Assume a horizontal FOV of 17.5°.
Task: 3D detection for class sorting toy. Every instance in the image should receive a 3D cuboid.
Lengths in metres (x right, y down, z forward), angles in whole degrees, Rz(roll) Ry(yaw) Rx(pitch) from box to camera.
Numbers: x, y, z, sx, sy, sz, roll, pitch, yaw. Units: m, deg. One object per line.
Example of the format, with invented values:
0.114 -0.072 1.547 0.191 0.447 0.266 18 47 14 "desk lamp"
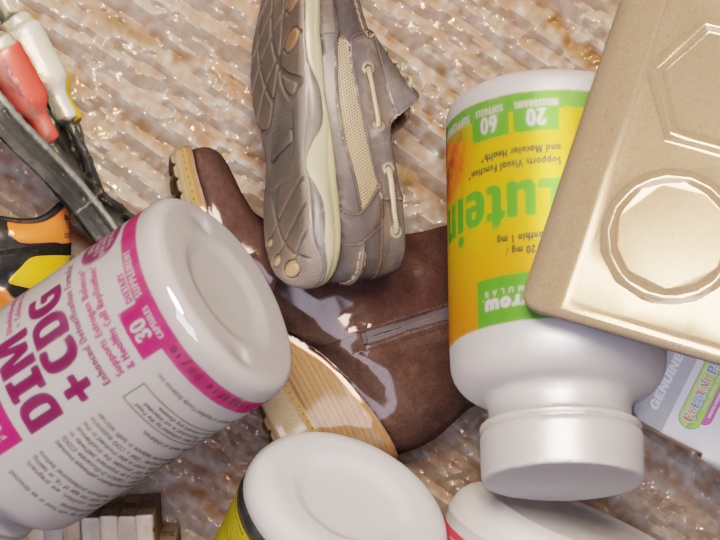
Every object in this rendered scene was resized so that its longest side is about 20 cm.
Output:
0.196 -0.039 1.122 0.198 0.037 0.187 15 74 19 "sorting toy"

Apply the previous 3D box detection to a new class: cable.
-0.146 -0.057 1.235 0.050 0.097 0.200 -37 95 11 "cable"

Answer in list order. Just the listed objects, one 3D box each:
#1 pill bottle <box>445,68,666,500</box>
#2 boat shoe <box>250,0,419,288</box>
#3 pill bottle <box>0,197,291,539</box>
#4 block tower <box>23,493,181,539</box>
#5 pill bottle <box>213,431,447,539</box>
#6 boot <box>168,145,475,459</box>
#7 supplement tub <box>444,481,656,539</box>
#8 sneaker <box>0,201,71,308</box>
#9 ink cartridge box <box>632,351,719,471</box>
0.100 0.010 1.193 0.110 0.111 0.202 -1 71 2 "pill bottle"
-0.012 -0.085 1.229 0.073 0.074 0.202 6 72 -25 "boat shoe"
-0.143 0.061 1.188 0.199 0.113 0.114 -33 95 19 "pill bottle"
-0.198 0.157 1.282 0.198 0.058 0.055 -2 97 0 "block tower"
-0.039 0.191 1.230 0.111 0.112 0.201 24 122 -1 "pill bottle"
0.000 0.000 1.264 0.165 0.072 0.201 -25 92 -9 "boot"
0.082 0.225 1.238 0.139 0.140 0.202 21 97 -1 "supplement tub"
-0.251 -0.026 1.259 0.198 0.070 0.091 17 91 -5 "sneaker"
0.256 0.024 1.239 0.174 0.084 0.201 27 96 0 "ink cartridge box"
